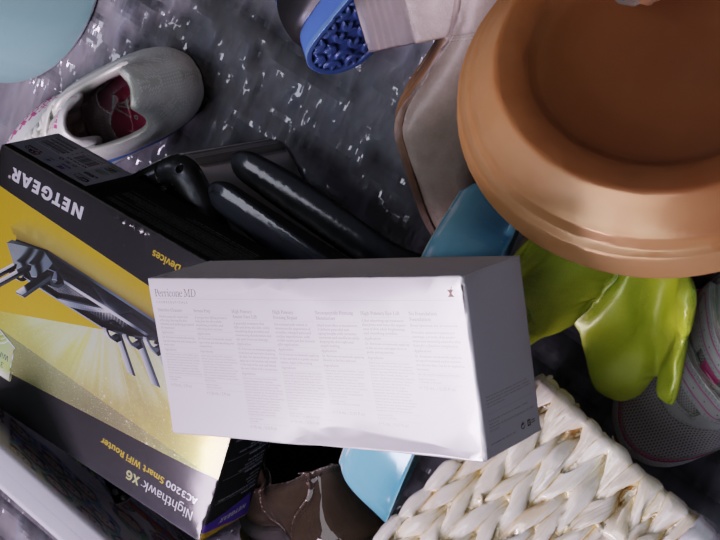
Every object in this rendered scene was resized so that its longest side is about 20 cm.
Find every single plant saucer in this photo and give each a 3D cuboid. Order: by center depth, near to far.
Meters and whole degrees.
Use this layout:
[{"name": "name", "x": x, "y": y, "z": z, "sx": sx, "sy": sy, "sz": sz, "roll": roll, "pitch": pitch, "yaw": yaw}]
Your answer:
[{"name": "plant saucer", "x": 0.141, "y": -0.091, "z": 0.691, "sx": 0.199, "sy": 0.201, "sz": 0.038, "roll": 23, "pitch": 156, "yaw": 25}]

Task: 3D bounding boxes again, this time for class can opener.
[{"name": "can opener", "x": 0.000, "y": 0.000, "z": 0.858, "sx": 0.199, "sy": 0.064, "sz": 0.079, "roll": 31, "pitch": 136, "yaw": -7}]

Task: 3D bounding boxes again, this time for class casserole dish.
[{"name": "casserole dish", "x": 0.037, "y": 0.037, "z": 0.768, "sx": 0.039, "sy": 0.121, "sz": 0.201, "roll": 24, "pitch": 121, "yaw": 7}]

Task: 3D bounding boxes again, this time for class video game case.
[{"name": "video game case", "x": -0.175, "y": 0.146, "z": 0.946, "sx": 0.024, "sy": 0.182, "sz": 0.200, "roll": -45, "pitch": 105, "yaw": -3}]

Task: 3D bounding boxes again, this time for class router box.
[{"name": "router box", "x": -0.134, "y": 0.035, "z": 0.855, "sx": 0.199, "sy": 0.052, "sz": 0.159, "roll": 28, "pitch": 115, "yaw": 23}]

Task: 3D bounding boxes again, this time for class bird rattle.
[{"name": "bird rattle", "x": 0.127, "y": -0.035, "z": 0.770, "sx": 0.112, "sy": 0.201, "sz": 0.163, "roll": 29, "pitch": 157, "yaw": -16}]

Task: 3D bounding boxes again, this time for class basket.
[{"name": "basket", "x": 0.092, "y": 0.140, "z": 0.774, "sx": 0.136, "sy": 0.200, "sz": 0.123, "roll": -45, "pitch": 80, "yaw": 0}]

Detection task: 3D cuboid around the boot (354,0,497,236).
[{"name": "boot", "x": 0.086, "y": -0.108, "z": 0.818, "sx": 0.145, "sy": 0.071, "sz": 0.201, "roll": -13, "pitch": 124, "yaw": 13}]

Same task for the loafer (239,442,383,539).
[{"name": "loafer", "x": -0.030, "y": 0.127, "z": 0.900, "sx": 0.200, "sy": 0.072, "sz": 0.072, "roll": -173, "pitch": 71, "yaw": -70}]

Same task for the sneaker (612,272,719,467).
[{"name": "sneaker", "x": 0.197, "y": 0.034, "z": 0.772, "sx": 0.081, "sy": 0.088, "sz": 0.200, "roll": 47, "pitch": 121, "yaw": 13}]

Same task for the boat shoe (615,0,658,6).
[{"name": "boat shoe", "x": 0.150, "y": -0.208, "z": 0.699, "sx": 0.073, "sy": 0.201, "sz": 0.076, "roll": 2, "pitch": 144, "yaw": 13}]

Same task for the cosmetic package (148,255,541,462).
[{"name": "cosmetic package", "x": -0.012, "y": 0.037, "z": 0.705, "sx": 0.199, "sy": 0.050, "sz": 0.083, "roll": 0, "pitch": 104, "yaw": 41}]

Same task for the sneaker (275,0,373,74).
[{"name": "sneaker", "x": 0.022, "y": -0.204, "z": 0.835, "sx": 0.200, "sy": 0.070, "sz": 0.078, "roll": -43, "pitch": 59, "yaw": 22}]

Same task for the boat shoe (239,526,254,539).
[{"name": "boat shoe", "x": -0.015, "y": 0.200, "z": 0.917, "sx": 0.200, "sy": 0.071, "sz": 0.067, "roll": 15, "pitch": 121, "yaw": 59}]

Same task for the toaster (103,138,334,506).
[{"name": "toaster", "x": -0.112, "y": 0.024, "z": 0.940, "sx": 0.180, "sy": 0.118, "sz": 0.201, "roll": -29, "pitch": 86, "yaw": 32}]

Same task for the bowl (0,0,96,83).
[{"name": "bowl", "x": -0.280, "y": -0.221, "z": 0.995, "sx": 0.199, "sy": 0.105, "sz": 0.203, "roll": 9, "pitch": 107, "yaw": 30}]

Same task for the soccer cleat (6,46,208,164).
[{"name": "soccer cleat", "x": -0.190, "y": -0.091, "z": 0.980, "sx": 0.199, "sy": 0.086, "sz": 0.070, "roll": -27, "pitch": 87, "yaw": 33}]
